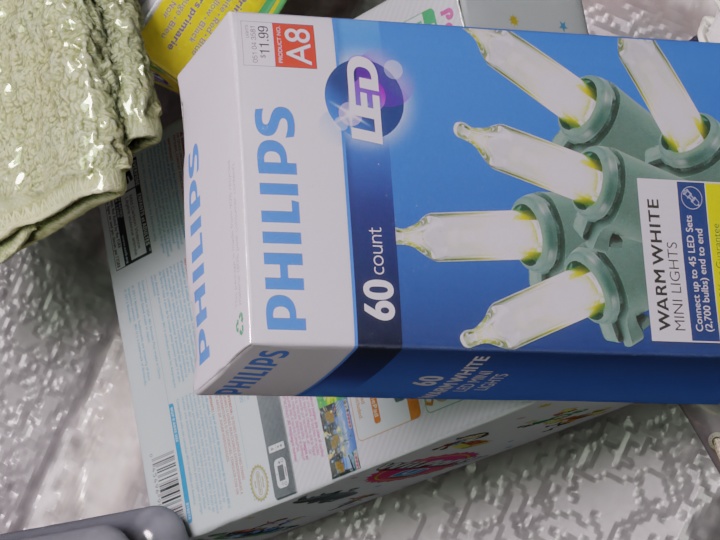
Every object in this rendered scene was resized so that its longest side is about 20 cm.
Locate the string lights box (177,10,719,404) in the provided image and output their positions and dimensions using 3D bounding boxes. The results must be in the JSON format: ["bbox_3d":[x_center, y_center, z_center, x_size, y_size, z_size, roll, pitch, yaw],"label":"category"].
[{"bbox_3d":[0.048,-0.016,0.911,0.059,0.199,0.103,141,127,-63],"label":"string lights box"}]

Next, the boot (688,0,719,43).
[{"bbox_3d":[0.137,-0.093,1.010,0.095,0.074,0.201,-30,71,12],"label":"boot"}]

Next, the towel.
[{"bbox_3d":[-0.139,-0.094,1.048,0.148,0.036,0.201,-27,64,35],"label":"towel"}]

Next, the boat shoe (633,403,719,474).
[{"bbox_3d":[0.108,0.016,1.010,0.073,0.074,0.200,-43,65,14],"label":"boat shoe"}]

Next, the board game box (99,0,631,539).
[{"bbox_3d":[0.000,0.000,1.034,0.200,0.064,0.149,-24,72,45],"label":"board game box"}]

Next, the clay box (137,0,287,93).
[{"bbox_3d":[-0.050,-0.139,1.080,0.201,0.048,0.115,-57,31,-2],"label":"clay box"}]

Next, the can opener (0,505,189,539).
[{"bbox_3d":[-0.143,0.104,1.098,0.199,0.052,0.067,-8,98,45],"label":"can opener"}]
